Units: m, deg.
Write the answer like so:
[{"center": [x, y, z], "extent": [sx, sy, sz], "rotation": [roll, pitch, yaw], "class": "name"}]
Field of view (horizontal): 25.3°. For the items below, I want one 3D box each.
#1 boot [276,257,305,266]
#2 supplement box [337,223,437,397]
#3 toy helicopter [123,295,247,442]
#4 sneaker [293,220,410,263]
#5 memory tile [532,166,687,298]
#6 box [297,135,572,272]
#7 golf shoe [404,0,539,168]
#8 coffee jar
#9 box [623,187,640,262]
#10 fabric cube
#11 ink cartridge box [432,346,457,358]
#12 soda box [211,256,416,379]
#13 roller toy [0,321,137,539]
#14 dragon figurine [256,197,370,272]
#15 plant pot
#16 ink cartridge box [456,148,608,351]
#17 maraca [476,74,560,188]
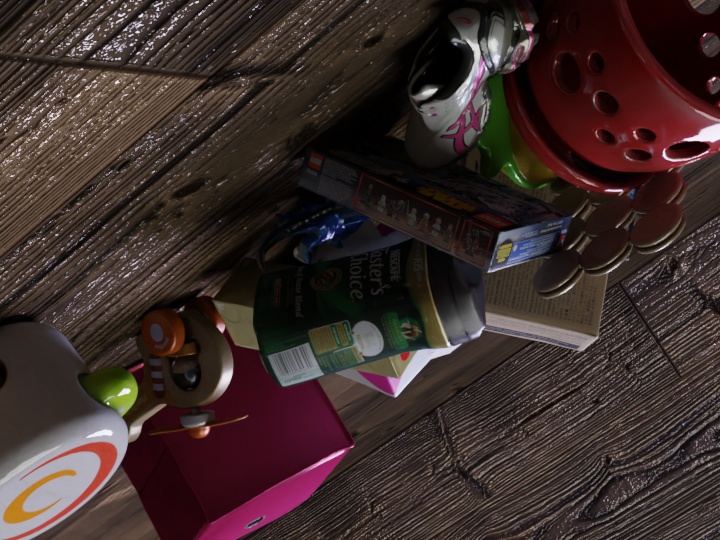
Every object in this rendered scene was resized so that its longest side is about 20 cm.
[{"center": [-0.063, 0.030, 1.713], "extent": [0.200, 0.075, 0.097], "rotation": [-25, 164, -39], "class": "boot"}, {"center": [0.047, 0.019, 1.666], "extent": [0.200, 0.103, 0.101], "rotation": [-45, 134, -25], "class": "supplement box"}, {"center": [-0.195, 0.125, 1.617], "extent": [0.200, 0.132, 0.079], "rotation": [-40, 166, 35], "class": "toy helicopter"}, {"center": [0.000, 0.000, 1.560], "extent": [0.088, 0.075, 0.200], "rotation": [-24, -157, -19], "class": "sneaker"}, {"center": [0.224, -0.059, 1.419], "extent": [0.153, 0.017, 0.200], "rotation": [-27, -153, 30], "class": "memory tile"}, {"center": [0.065, -0.061, 1.383], "extent": [0.137, 0.200, 0.040], "rotation": [-13, 124, -56], "class": "box"}, {"center": [0.067, -0.152, 1.310], "extent": [0.092, 0.073, 0.200], "rotation": [-18, 153, -30], "class": "golf shoe"}, {"center": [0.010, 0.031, 1.398], "extent": [0.199, 0.086, 0.104], "rotation": [-14, -147, 10], "class": "coffee jar"}, {"center": [0.277, -0.100, 1.773], "extent": [0.050, 0.199, 0.200], "rotation": [13, 175, 2], "class": "box"}, {"center": [-0.154, 0.188, 1.819], "extent": [0.196, 0.200, 0.199], "rotation": [-25, 167, -26], "class": "fabric cube"}, {"center": [0.105, -0.006, 1.818], "extent": [0.084, 0.146, 0.200], "rotation": [-13, 158, -50], "class": "ink cartridge box"}, {"center": [-0.040, 0.043, 1.530], "extent": [0.064, 0.199, 0.068], "rotation": [-55, 139, -33], "class": "soda box"}, {"center": [-0.306, 0.139, 1.364], "extent": [0.200, 0.140, 0.183], "rotation": [-15, 149, -48], "class": "roller toy"}, {"center": [-0.022, -0.058, 1.486], "extent": [0.099, 0.059, 0.200], "rotation": [-40, 167, 35], "class": "dragon figurine"}, {"center": [0.226, -0.174, 1.326], "extent": [0.200, 0.201, 0.182], "rotation": [-22, 173, -40], "class": "plant pot"}, {"center": [0.165, -0.037, 1.582], "extent": [0.164, 0.201, 0.075], "rotation": [13, 165, -2], "class": "ink cartridge box"}, {"center": [0.152, -0.142, 1.448], "extent": [0.107, 0.138, 0.200], "rotation": [5, -174, 32], "class": "maraca"}]
